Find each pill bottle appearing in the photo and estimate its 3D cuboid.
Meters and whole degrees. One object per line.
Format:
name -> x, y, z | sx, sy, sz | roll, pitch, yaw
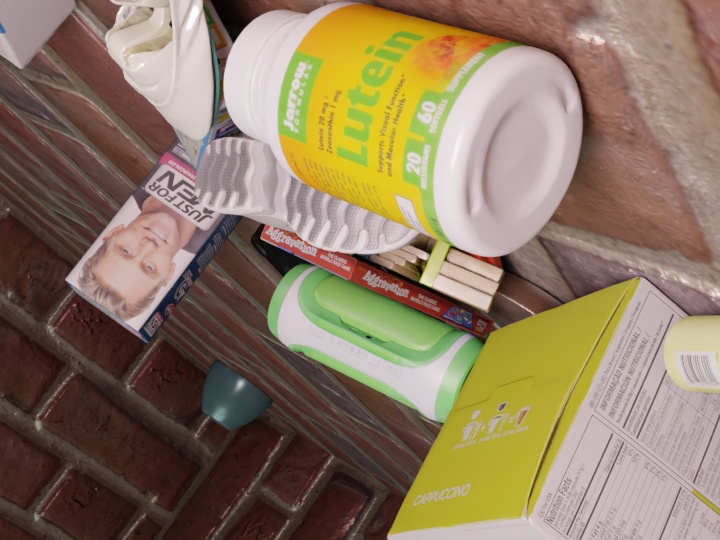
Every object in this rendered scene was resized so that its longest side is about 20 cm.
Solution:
pill bottle -> 0.015, -0.089, 0.645 | 0.200, 0.111, 0.111 | 25, 163, 39

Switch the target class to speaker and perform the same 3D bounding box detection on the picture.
speaker -> 0.016, 0.064, 1.023 | 0.199, 0.089, 0.089 | 24, 163, 25

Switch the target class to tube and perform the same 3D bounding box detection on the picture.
tube -> 0.263, 0.051, 0.667 | 0.058, 0.052, 0.200 | -4, 179, -24

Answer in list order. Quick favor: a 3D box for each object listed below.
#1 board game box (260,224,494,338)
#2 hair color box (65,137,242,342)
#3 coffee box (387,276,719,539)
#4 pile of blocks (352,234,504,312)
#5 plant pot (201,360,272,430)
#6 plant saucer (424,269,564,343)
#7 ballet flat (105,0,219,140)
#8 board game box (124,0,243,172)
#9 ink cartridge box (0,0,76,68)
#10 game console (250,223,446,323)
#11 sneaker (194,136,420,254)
board game box -> 0.018, 0.009, 0.930 | 0.103, 0.020, 0.200 | 23, 180, 40
hair color box -> -0.211, -0.034, 1.219 | 0.100, 0.200, 0.061 | 33, 167, 9
coffee box -> 0.175, 0.158, 0.829 | 0.198, 0.200, 0.200 | 38, 152, -12
pile of blocks -> 0.033, -0.029, 0.907 | 0.199, 0.062, 0.082 | 23, 179, 31
plant pot -> -0.363, 0.362, 3.156 | 0.200, 0.135, 0.200 | 34, 167, 9
plant saucer -> 0.145, 0.052, 0.990 | 0.200, 0.032, 0.200 | 33, 167, 9
ballet flat -> -0.125, -0.159, 0.680 | 0.069, 0.069, 0.201 | 30, 137, 23
board game box -> -0.131, -0.156, 0.841 | 0.135, 0.034, 0.200 | 61, 167, 1
ink cartridge box -> -0.359, -0.284, 0.974 | 0.200, 0.084, 0.146 | 35, 167, 7
game console -> 0.000, 0.000, 1.140 | 0.200, 0.116, 0.176 | 46, 137, 3
sneaker -> -0.024, -0.057, 0.786 | 0.200, 0.075, 0.082 | 19, -174, 42
